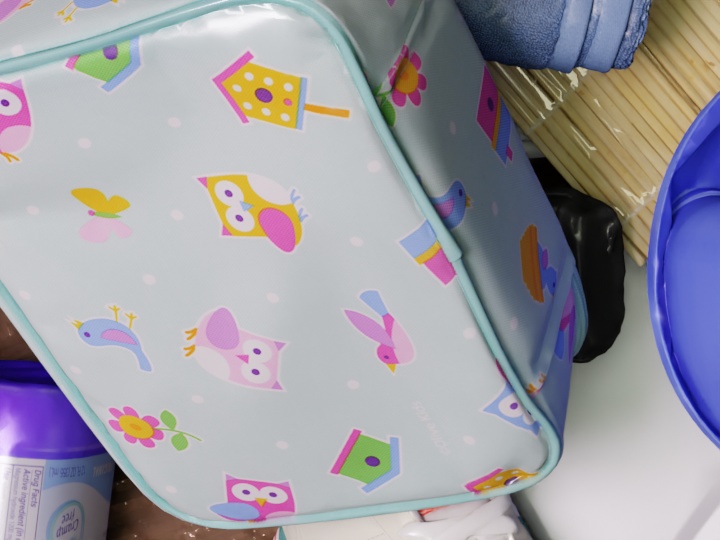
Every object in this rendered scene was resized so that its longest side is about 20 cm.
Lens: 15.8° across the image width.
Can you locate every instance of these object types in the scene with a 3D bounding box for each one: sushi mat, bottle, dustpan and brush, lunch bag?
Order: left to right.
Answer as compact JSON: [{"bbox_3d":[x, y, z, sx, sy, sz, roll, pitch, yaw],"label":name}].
[{"bbox_3d":[-0.129,0.133,0.908,0.065,0.084,0.200,8,93,15],"label":"bottle"},{"bbox_3d":[-0.035,-0.016,0.750,0.160,0.077,0.200,-10,128,27],"label":"lunch bag"},{"bbox_3d":[0.061,0.018,0.874,0.200,0.057,0.140,35,89,5],"label":"dustpan and brush"},{"bbox_3d":[0.059,-0.106,0.802,0.096,0.012,0.200,-40,97,9],"label":"sushi mat"}]

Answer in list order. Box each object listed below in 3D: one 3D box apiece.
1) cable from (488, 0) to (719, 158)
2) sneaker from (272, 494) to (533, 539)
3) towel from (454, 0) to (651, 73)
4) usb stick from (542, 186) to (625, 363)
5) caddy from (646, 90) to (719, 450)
[{"bbox_3d":[0.051,-0.137,0.838,0.200,0.069,0.200,41,101,-4],"label":"cable"},{"bbox_3d":[0.026,0.100,0.813,0.070,0.200,0.093,-12,123,-22],"label":"sneaker"},{"bbox_3d":[-0.005,-0.128,0.760,0.200,0.049,0.112,12,96,-8],"label":"towel"},{"bbox_3d":[0.000,0.000,0.859,0.200,0.033,0.056,1,101,39],"label":"usb stick"},{"bbox_3d":[0.179,0.019,0.784,0.200,0.105,0.141,42,75,-17],"label":"caddy"}]
